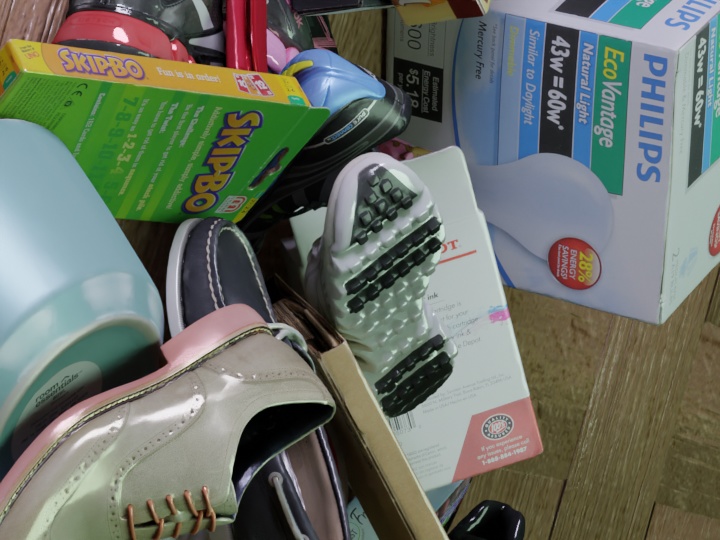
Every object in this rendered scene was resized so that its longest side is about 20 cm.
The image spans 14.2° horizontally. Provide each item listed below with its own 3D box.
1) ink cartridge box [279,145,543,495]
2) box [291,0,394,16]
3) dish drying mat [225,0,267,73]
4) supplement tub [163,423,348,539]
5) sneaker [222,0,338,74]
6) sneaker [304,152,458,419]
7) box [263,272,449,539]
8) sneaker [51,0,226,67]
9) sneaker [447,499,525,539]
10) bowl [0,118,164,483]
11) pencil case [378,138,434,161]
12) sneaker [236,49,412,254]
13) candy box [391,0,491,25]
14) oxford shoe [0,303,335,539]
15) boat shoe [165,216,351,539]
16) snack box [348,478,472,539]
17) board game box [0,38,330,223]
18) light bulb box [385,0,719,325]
[{"bbox_3d":[0.025,0.027,1.718,0.067,0.116,0.200,-129,-156,-70],"label":"ink cartridge box"},{"bbox_3d":[0.016,-0.248,1.640,0.198,0.050,0.200,-17,102,-63],"label":"box"},{"bbox_3d":[-0.058,-0.165,1.516,0.077,0.018,0.200,77,9,-59],"label":"dish drying mat"},{"bbox_3d":[-0.104,0.114,1.530,0.200,0.140,0.141,15,90,-66],"label":"supplement tub"},{"bbox_3d":[-0.035,-0.120,1.647,0.200,0.079,0.095,54,43,-62],"label":"sneaker"},{"bbox_3d":[0.000,0.000,1.569,0.075,0.081,0.200,-32,148,-18],"label":"sneaker"},{"bbox_3d":[0.006,0.106,1.613,0.021,0.163,0.200,-30,110,-7],"label":"box"},{"bbox_3d":[-0.099,-0.121,1.495,0.200,0.071,0.098,42,55,-71],"label":"sneaker"},{"bbox_3d":[0.053,0.212,1.835,0.200,0.076,0.088,-57,169,-58],"label":"sneaker"},{"bbox_3d":[-0.166,0.042,1.331,0.201,0.105,0.201,-41,151,-28],"label":"bowl"},{"bbox_3d":[0.010,0.017,1.798,0.086,0.083,0.200,-1,105,-48],"label":"pencil case"},{"bbox_3d":[-0.032,-0.051,1.589,0.200,0.083,0.071,134,-32,-54],"label":"sneaker"},{"bbox_3d":[0.048,-0.246,1.590,0.115,0.055,0.200,60,37,-40],"label":"candy box"},{"bbox_3d":[-0.096,0.093,1.304,0.200,0.074,0.071,-41,153,-25],"label":"oxford shoe"},{"bbox_3d":[-0.048,0.062,1.436,0.074,0.060,0.200,20,55,-52],"label":"boat shoe"},{"bbox_3d":[-0.007,0.205,1.853,0.200,0.053,0.142,-43,162,-50],"label":"snack box"},{"bbox_3d":[-0.113,-0.064,1.412,0.200,0.030,0.096,7,137,-43],"label":"board game box"},{"bbox_3d":[0.130,-0.095,1.848,0.125,0.200,0.198,-42,139,-51],"label":"light bulb box"}]
